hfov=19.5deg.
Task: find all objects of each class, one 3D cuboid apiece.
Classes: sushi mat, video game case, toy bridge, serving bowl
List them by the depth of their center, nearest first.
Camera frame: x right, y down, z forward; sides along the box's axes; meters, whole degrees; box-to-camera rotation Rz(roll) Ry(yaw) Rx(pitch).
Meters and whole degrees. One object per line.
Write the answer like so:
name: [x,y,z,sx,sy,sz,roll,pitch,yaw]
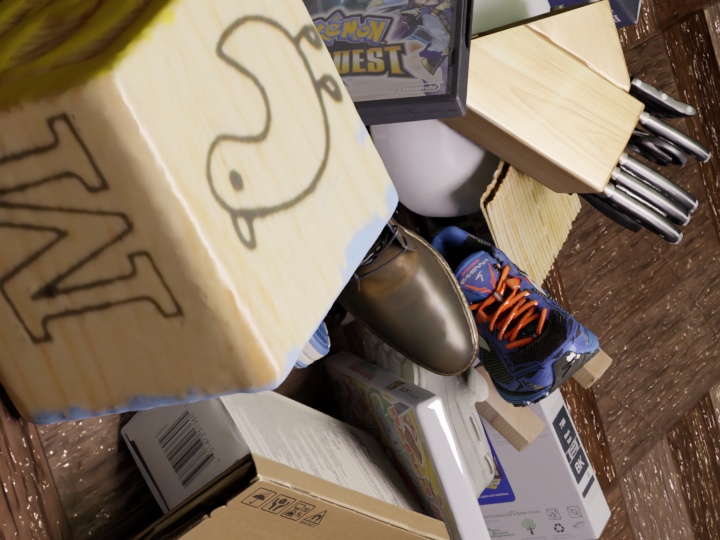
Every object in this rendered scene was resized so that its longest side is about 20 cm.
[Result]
video game case: [-0.025,-0.171,1.359,0.026,0.199,0.181,61,30,-55]
video game case: [0.043,0.161,1.423,0.023,0.182,0.201,-23,104,-16]
serving bowl: [0.087,-0.133,1.479,0.200,0.066,0.201,-21,117,-51]
toy bridge: [0.101,0.098,1.506,0.067,0.200,0.027,43,47,3]
sushi mat: [0.124,-0.046,1.519,0.096,0.012,0.200,-62,159,-14]

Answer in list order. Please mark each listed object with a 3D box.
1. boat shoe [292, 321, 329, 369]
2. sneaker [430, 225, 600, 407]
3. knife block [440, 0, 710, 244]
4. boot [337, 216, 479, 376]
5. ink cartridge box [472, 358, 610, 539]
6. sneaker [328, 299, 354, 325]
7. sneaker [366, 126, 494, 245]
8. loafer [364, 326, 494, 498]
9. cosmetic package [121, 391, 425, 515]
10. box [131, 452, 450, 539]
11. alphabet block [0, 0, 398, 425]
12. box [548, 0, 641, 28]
boat shoe: [-0.075,-0.001,1.340,0.072,0.072,0.200,57,9,-31]
sneaker: [0.093,0.028,1.424,0.075,0.200,0.079,-41,118,-5]
knife block: [0.133,-0.085,1.404,0.199,0.064,0.176,-19,98,-23]
boot: [0.003,-0.004,1.340,0.200,0.075,0.097,50,11,-6]
ink cartridge box: [0.107,0.117,1.577,0.039,0.099,0.201,-51,124,-49]
sneaker: [0.000,0.000,1.492,0.200,0.074,0.080,19,94,-58]
sneaker: [0.044,-0.066,1.562,0.140,0.078,0.201,-20,88,-55]
loafer: [0.052,0.081,1.463,0.070,0.070,0.201,-29,128,-25]
cosmetic package: [-0.048,0.137,1.327,0.200,0.071,0.105,29,20,-49]
box: [-0.061,0.182,1.261,0.200,0.163,0.021,27,32,-50]
alphabet block: [-0.126,-0.055,1.189,0.200,0.196,0.196,62,36,-25]
box: [0.120,-0.275,1.657,0.200,0.148,0.105,42,48,-42]
